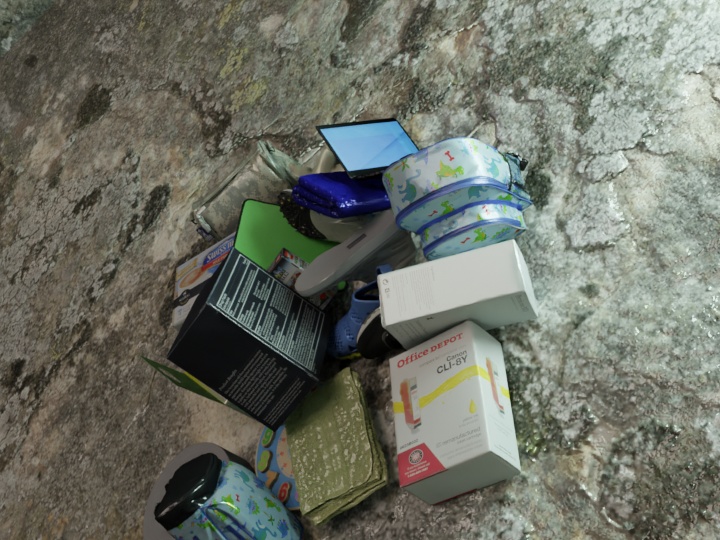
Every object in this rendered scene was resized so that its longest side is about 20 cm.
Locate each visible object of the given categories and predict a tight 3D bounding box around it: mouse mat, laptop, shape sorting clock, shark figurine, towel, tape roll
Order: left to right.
[{"bbox_3d":[-0.252,0.378,1.594,0.199,0.066,0.202,-24,47,29],"label":"tape roll"},{"bbox_3d":[-0.111,-0.043,1.681,0.008,0.197,0.162,107,173,-49],"label":"mouse mat"},{"bbox_3d":[-0.089,0.264,1.539,0.199,0.039,0.202,-25,47,30],"label":"shape sorting clock"},{"bbox_3d":[-0.039,0.252,1.460,0.148,0.036,0.202,-32,52,18],"label":"towel"},{"bbox_3d":[-0.034,-0.192,1.768,0.127,0.090,0.216,29,81,22],"label":"shark figurine"},{"bbox_3d":[0.005,-0.133,1.627,0.147,0.198,0.050,22,119,49],"label":"towel"},{"bbox_3d":[0.061,-0.204,1.603,0.199,0.176,0.105,-7,95,53],"label":"laptop"}]

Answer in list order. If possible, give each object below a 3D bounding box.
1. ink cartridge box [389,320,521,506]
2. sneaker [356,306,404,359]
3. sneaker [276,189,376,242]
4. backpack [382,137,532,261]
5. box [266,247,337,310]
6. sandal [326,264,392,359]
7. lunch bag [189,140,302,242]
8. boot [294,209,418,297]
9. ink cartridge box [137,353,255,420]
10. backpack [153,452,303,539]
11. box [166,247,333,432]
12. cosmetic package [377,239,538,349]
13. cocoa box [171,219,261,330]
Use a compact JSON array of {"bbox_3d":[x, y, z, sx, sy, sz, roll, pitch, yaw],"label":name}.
[{"bbox_3d":[0.122,0.190,1.354,0.144,0.083,0.202,-28,46,27],"label":"ink cartridge box"},{"bbox_3d":[0.080,0.082,1.483,0.199,0.076,0.088,-38,47,17],"label":"sneaker"},{"bbox_3d":[-0.046,-0.088,1.680,0.198,0.073,0.073,22,37,15],"label":"sneaker"},{"bbox_3d":[0.140,-0.099,1.454,0.182,0.199,0.149,-25,67,27],"label":"backpack"},{"bbox_3d":[-0.136,0.071,1.635,0.200,0.109,0.035,-51,16,22],"label":"box"},{"bbox_3d":[0.013,0.056,1.555,0.200,0.087,0.080,-43,43,14],"label":"sandal"},{"bbox_3d":[-0.187,-0.122,1.810,0.200,0.167,0.140,-42,41,14],"label":"lunch bag"},{"bbox_3d":[0.000,0.000,1.576,0.199,0.096,0.074,-35,31,-1],"label":"boot"},{"bbox_3d":[-0.243,0.175,1.625,0.145,0.199,0.048,24,82,50],"label":"ink cartridge box"},{"bbox_3d":[-0.177,0.365,1.433,0.153,0.201,0.163,-27,10,11],"label":"backpack"},{"bbox_3d":[-0.161,0.099,1.518,0.123,0.198,0.200,-49,12,22],"label":"box"},{"bbox_3d":[0.134,0.036,1.383,0.198,0.113,0.082,-14,65,16],"label":"cosmetic package"},{"bbox_3d":[-0.210,0.033,1.747,0.199,0.133,0.132,-28,46,26],"label":"cocoa box"}]
